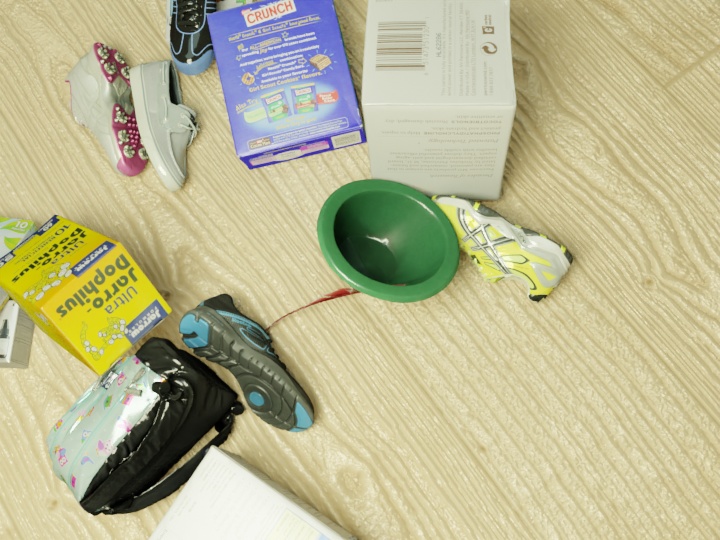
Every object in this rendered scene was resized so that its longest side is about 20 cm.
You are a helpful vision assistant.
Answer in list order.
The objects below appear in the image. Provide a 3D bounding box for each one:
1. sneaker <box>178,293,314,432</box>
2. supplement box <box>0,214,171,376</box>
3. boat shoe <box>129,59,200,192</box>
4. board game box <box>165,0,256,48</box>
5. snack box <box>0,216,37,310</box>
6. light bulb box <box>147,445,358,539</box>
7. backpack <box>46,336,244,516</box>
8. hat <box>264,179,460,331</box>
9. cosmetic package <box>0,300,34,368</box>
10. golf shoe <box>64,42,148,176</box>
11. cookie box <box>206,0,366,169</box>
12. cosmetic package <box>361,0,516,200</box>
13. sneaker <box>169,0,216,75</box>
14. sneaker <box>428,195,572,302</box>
[{"bbox_3d":[-0.121,0.107,0.914,0.200,0.082,0.073,47,123,-3],"label":"sneaker"},{"bbox_3d":[-0.331,0.022,0.886,0.200,0.110,0.109,17,55,47],"label":"supplement box"},{"bbox_3d":[-0.258,-0.203,1.026,0.071,0.070,0.201,-20,69,3],"label":"boat shoe"},{"bbox_3d":[-0.216,-0.418,1.106,0.126,0.035,0.201,-5,73,3],"label":"board game box"},{"bbox_3d":[-0.534,-0.011,0.974,0.199,0.053,0.142,7,46,9],"label":"snack box"},{"bbox_3d":[-0.125,0.331,0.821,0.200,0.125,0.199,32,78,13],"label":"light bulb box"},{"bbox_3d":[-0.256,0.182,0.876,0.200,0.167,0.127,-48,55,-6],"label":"backpack"},{"bbox_3d":[0.000,0.000,0.947,0.199,0.176,0.166,13,57,-11],"label":"hat"},{"bbox_3d":[-0.528,0.080,0.977,0.199,0.051,0.083,0,72,6],"label":"cosmetic package"},{"bbox_3d":[-0.351,-0.211,1.047,0.091,0.075,0.201,-24,72,20],"label":"golf shoe"},{"bbox_3d":[-0.096,-0.255,1.009,0.171,0.075,0.201,-13,83,2],"label":"cookie box"},{"bbox_3d":[0.093,-0.204,0.915,0.166,0.200,0.168,0,65,5],"label":"cosmetic package"},{"bbox_3d":[-0.230,-0.370,1.033,0.070,0.078,0.201,1,74,5],"label":"sneaker"},{"bbox_3d":[0.155,-0.030,0.933,0.200,0.075,0.077,27,87,19],"label":"sneaker"}]
